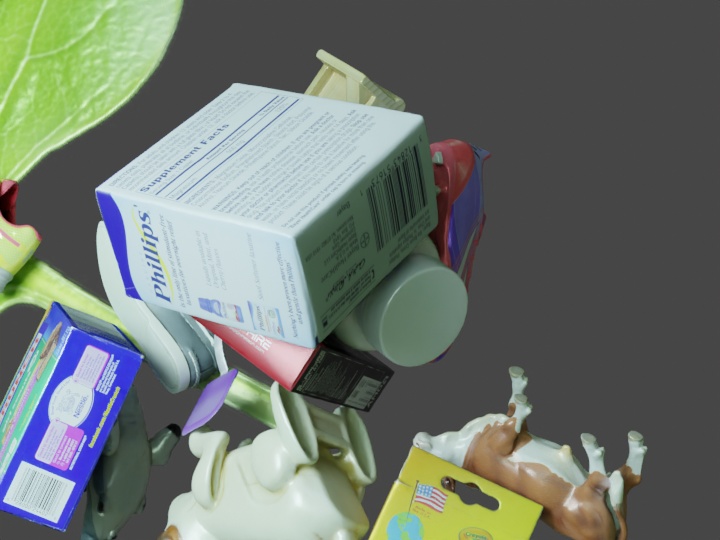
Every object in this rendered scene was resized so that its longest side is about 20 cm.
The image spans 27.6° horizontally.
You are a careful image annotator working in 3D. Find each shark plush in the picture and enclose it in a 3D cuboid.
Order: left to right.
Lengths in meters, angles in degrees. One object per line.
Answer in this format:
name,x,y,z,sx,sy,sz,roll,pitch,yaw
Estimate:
shark plush,-0.237,0.206,1.400,0.083,0.090,0.202,15,100,45

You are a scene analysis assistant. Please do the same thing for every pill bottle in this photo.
pill bottle,0.000,0.000,1.268,0.120,0.119,0.200,-54,42,2

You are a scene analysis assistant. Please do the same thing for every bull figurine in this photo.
bull figurine,0.145,0.162,1.246,0.199,0.065,0.122,26,120,15

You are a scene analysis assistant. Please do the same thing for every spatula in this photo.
spatula,-0.128,0.061,1.357,0.056,0.020,0.201,-30,42,42

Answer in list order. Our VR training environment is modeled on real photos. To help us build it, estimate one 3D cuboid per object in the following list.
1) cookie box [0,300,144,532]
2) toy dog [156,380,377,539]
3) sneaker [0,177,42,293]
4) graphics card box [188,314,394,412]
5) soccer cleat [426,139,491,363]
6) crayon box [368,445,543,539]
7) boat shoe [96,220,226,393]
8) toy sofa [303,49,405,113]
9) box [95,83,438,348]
cookie box,-0.278,0.127,1.341,0.075,0.200,0.172,25,87,-17
toy dog,-0.089,0.219,1.294,0.199,0.139,0.195,-32,65,23
sneaker,-0.394,-0.074,1.496,0.090,0.078,0.200,-39,75,-1
graphics card box,-0.058,0.062,1.275,0.125,0.200,0.051,34,93,21
soccer cleat,0.082,-0.017,1.320,0.066,0.076,0.202,6,95,54
crayon box,0.058,0.264,1.219,0.126,0.051,0.201,25,79,6
boat shoe,-0.196,0.029,1.417,0.061,0.073,0.201,-17,58,-30
toy sofa,-0.043,-0.095,1.376,0.201,0.097,0.083,-55,43,1
box,-0.071,-0.050,1.159,0.199,0.106,0.184,14,41,33
